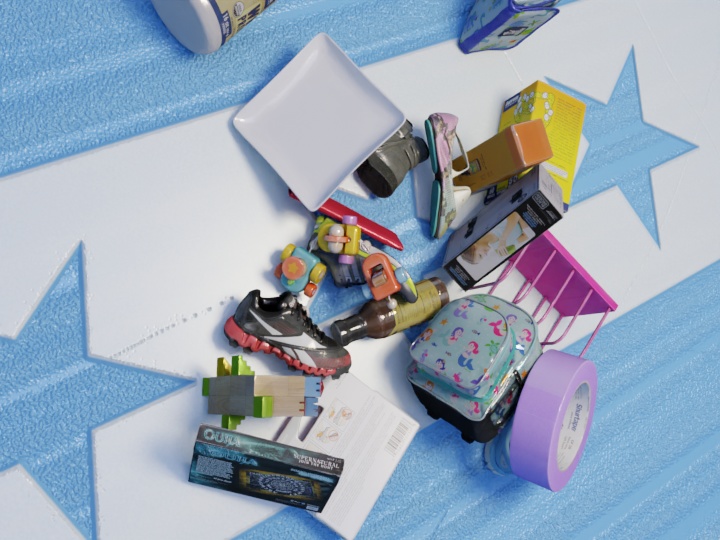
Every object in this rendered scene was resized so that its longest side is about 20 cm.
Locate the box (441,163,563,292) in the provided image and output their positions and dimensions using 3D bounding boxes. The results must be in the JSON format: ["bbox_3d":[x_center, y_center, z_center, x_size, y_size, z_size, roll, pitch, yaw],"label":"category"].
[{"bbox_3d":[0.224,-0.068,1.158,0.060,0.199,0.117,44,28,-11],"label":"box"}]

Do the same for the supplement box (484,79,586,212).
[{"bbox_3d":[0.302,-0.202,1.272,0.107,0.108,0.206,19,75,-19],"label":"supplement box"}]

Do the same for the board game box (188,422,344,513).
[{"bbox_3d":[-0.130,0.269,0.986,0.195,0.137,0.029,16,49,-7],"label":"board game box"}]

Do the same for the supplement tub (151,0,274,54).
[{"bbox_3d":[-0.198,-0.431,1.071,0.145,0.144,0.200,47,69,-10],"label":"supplement tub"}]

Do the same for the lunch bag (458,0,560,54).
[{"bbox_3d":[0.271,-0.470,1.264,0.128,0.169,0.200,48,67,-9],"label":"lunch bag"}]

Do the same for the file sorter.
[{"bbox_3d":[0.293,0.045,1.217,0.200,0.138,0.126,43,70,-12],"label":"file sorter"}]

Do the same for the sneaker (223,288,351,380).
[{"bbox_3d":[-0.094,0.088,1.059,0.196,0.071,0.100,23,106,-11],"label":"sneaker"}]

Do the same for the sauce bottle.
[{"bbox_3d":[0.046,0.068,1.149,0.196,0.064,0.066,-18,90,-22],"label":"sauce bottle"}]

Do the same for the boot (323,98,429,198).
[{"bbox_3d":[0.016,-0.225,1.189,0.201,0.067,0.131,48,56,-10],"label":"boot"}]

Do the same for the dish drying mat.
[{"bbox_3d":[-0.024,-0.085,1.139,0.196,0.077,0.018,27,104,-18],"label":"dish drying mat"}]

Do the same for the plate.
[{"bbox_3d":[-0.062,-0.221,1.098,0.199,0.032,0.200,-44,77,0],"label":"plate"}]

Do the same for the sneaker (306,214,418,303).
[{"bbox_3d":[0.000,0.000,1.124,0.197,0.074,0.082,32,85,10],"label":"sneaker"}]

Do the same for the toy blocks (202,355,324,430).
[{"bbox_3d":[-0.118,0.172,1.004,0.134,0.198,0.103,7,78,-33],"label":"toy blocks"}]

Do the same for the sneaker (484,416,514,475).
[{"bbox_3d":[0.270,0.238,1.205,0.077,0.090,0.206,18,76,-19],"label":"sneaker"}]

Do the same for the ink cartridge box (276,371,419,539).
[{"bbox_3d":[-0.031,0.267,1.099,0.172,0.044,0.202,36,71,1],"label":"ink cartridge box"}]

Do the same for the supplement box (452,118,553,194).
[{"bbox_3d":[0.220,-0.177,1.184,0.067,0.199,0.068,-19,89,-27],"label":"supplement box"}]

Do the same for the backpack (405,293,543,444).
[{"bbox_3d":[0.180,0.132,1.126,0.200,0.176,0.153,-43,135,-21],"label":"backpack"}]

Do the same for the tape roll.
[{"bbox_3d":[0.299,0.228,1.124,0.198,0.064,0.206,-27,124,-48],"label":"tape roll"}]

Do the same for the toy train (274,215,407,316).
[{"bbox_3d":[-0.038,0.006,1.067,0.196,0.055,0.154,-21,85,16],"label":"toy train"}]

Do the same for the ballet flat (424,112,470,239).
[{"bbox_3d":[0.144,-0.154,1.195,0.069,0.069,0.206,-5,102,-5],"label":"ballet flat"}]
